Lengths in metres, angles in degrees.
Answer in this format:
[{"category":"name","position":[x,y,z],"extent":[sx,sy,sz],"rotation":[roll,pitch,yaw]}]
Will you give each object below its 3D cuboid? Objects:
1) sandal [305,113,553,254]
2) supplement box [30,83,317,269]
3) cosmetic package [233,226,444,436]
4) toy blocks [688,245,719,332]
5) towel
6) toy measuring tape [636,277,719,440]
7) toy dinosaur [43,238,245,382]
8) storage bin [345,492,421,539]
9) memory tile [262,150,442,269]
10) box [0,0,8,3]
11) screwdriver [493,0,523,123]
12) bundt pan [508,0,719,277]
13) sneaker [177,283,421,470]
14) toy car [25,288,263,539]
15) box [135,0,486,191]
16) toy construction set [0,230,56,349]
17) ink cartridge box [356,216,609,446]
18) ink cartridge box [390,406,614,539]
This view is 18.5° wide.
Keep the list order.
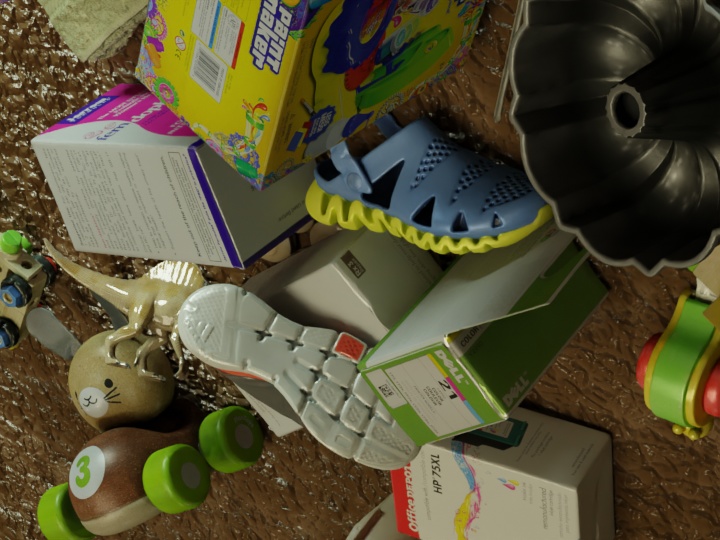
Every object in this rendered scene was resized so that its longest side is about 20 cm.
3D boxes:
[{"category":"sandal","position":[0.043,-0.066,1.526],"extent":[0.200,0.079,0.087],"rotation":[11,118,31]},{"category":"supplement box","position":[-0.136,-0.073,1.643],"extent":[0.200,0.101,0.103],"rotation":[4,123,46]},{"category":"cosmetic package","position":[-0.021,0.041,1.654],"extent":[0.113,0.081,0.200],"rotation":[52,141,-11]},{"category":"toy blocks","position":[0.303,0.001,1.345],"extent":[0.200,0.100,0.137],"rotation":[45,131,14]},{"category":"towel","position":[-0.198,-0.243,1.610],"extent":[0.148,0.036,0.200],"rotation":[50,143,-6]},{"category":"toy measuring tape","position":[0.218,0.042,1.468],"extent":[0.074,0.074,0.200],"rotation":[20,137,29]},{"category":"toy dinosaur","position":[-0.171,0.035,1.804],"extent":[0.200,0.101,0.058],"rotation":[10,168,19]},{"category":"storage bin","position":[0.096,0.295,1.785],"extent":[0.199,0.094,0.200],"rotation":[19,137,40]},{"category":"memory tile","position":[0.000,0.000,1.673],"extent":[0.200,0.017,0.153],"rotation":[44,143,1]},{"category":"box","position":[-0.244,-0.318,1.493],"extent":[0.200,0.097,0.176],"rotation":[51,139,8]},{"category":"screwdriver","position":[0.105,-0.171,1.410],"extent":[0.028,0.029,0.200],"rotation":[29,143,19]},{"category":"bundt pan","position":[0.183,-0.103,1.323],"extent":[0.202,0.076,0.202],"rotation":[22,120,45]},{"category":"sneaker","position":[-0.038,0.077,1.599],"extent":[0.200,0.077,0.082],"rotation":[35,169,11]},{"category":"toy car","position":[-0.211,0.111,1.879],"extent":[0.164,0.158,0.200],"rotation":[-21,98,38]},{"category":"box","position":[-0.017,-0.190,1.353],"extent":[0.122,0.193,0.200],"rotation":[43,145,19]},{"category":"toy construction set","position":[-0.342,0.005,1.942],"extent":[0.131,0.092,0.200],"rotation":[37,153,10]},{"category":"ink cartridge box","position":[0.114,0.030,1.487],"extent":[0.200,0.148,0.076],"rotation":[-22,109,50]},{"category":"ink cartridge box","position":[0.089,0.158,1.685],"extent":[0.200,0.067,0.116],"rotation":[15,135,25]}]
